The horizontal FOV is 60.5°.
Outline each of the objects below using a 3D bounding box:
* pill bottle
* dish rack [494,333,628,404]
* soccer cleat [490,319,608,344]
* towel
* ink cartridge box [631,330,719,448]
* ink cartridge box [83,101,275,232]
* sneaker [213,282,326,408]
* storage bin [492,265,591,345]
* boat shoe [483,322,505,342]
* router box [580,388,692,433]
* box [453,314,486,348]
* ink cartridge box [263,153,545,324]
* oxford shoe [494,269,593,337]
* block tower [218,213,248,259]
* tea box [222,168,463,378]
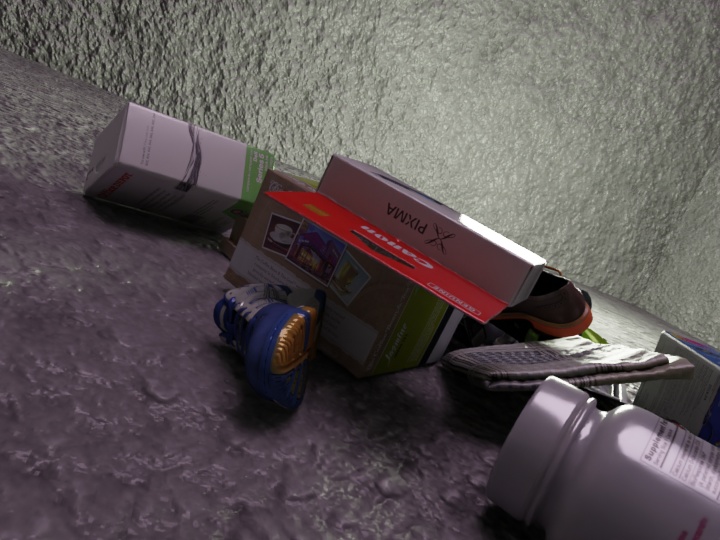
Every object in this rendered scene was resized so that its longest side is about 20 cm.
[{"bbox_3d":[0.187,0.156,0.380,0.199,0.114,0.113,28,12,27],"label":"pill bottle"},{"bbox_3d":[0.260,0.140,0.811,0.171,0.044,0.200,26,11,20],"label":"dish rack"},{"bbox_3d":[0.222,0.070,0.793,0.199,0.068,0.081,31,26,34],"label":"soccer cleat"},{"bbox_3d":[0.196,0.091,0.627,0.198,0.035,0.193,-3,-3,-3],"label":"towel"},{"bbox_3d":[0.383,0.165,0.689,0.076,0.137,0.200,18,10,4],"label":"ink cartridge box"},{"bbox_3d":[-0.234,-0.125,0.805,0.199,0.085,0.145,16,-18,-36],"label":"ink cartridge box"},{"bbox_3d":[-0.078,0.052,0.486,0.088,0.076,0.200,11,4,-1],"label":"sneaker"},{"bbox_3d":[0.253,0.053,1.007,0.199,0.146,0.134,17,2,-31],"label":"storage bin"},{"bbox_3d":[0.123,0.053,0.916,0.199,0.070,0.066,22,-14,19],"label":"boat shoe"},{"bbox_3d":[0.269,0.185,0.550,0.149,0.062,0.200,20,11,-11],"label":"router box"},{"bbox_3d":[0.079,0.016,0.822,0.200,0.036,0.143,42,-8,27],"label":"box"},{"bbox_3d":[0.047,-0.035,0.514,0.199,0.045,0.176,31,15,18],"label":"ink cartridge box"},{"bbox_3d":[0.188,0.019,0.760,0.199,0.071,0.073,12,-40,51],"label":"oxford shoe"},{"bbox_3d":[-0.089,-0.025,0.848,0.199,0.058,0.054,12,14,-41],"label":"block tower"},{"bbox_3d":[0.000,0.000,0.675,0.199,0.134,0.196,32,13,29],"label":"tea box"}]
